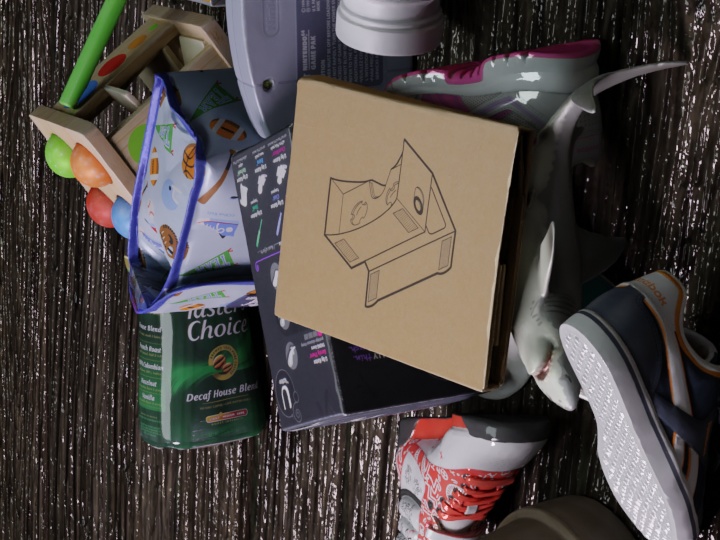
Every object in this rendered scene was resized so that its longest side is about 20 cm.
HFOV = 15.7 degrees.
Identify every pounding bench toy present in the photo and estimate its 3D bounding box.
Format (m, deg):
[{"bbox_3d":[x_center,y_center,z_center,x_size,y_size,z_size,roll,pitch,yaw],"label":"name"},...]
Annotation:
[{"bbox_3d":[-0.181,-0.135,2.042,0.200,0.156,0.124,54,165,-25],"label":"pounding bench toy"}]

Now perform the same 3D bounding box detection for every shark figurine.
[{"bbox_3d":[0.134,-0.035,1.597,0.128,0.089,0.215,32,116,59],"label":"shark figurine"}]

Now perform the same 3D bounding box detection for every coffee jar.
[{"bbox_3d":[-0.138,0.043,2.167,0.085,0.104,0.201,12,109,60],"label":"coffee jar"}]

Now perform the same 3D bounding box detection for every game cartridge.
[{"bbox_3d":[-0.028,-0.195,1.827,0.041,0.133,0.201,28,122,58],"label":"game cartridge"}]

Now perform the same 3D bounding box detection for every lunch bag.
[{"bbox_3d":[-0.077,-0.046,1.937,0.200,0.170,0.124,109,148,-43],"label":"lunch bag"}]

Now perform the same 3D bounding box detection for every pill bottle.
[{"bbox_3d":[0.026,-0.248,1.730,0.104,0.104,0.200,43,135,52],"label":"pill bottle"}]

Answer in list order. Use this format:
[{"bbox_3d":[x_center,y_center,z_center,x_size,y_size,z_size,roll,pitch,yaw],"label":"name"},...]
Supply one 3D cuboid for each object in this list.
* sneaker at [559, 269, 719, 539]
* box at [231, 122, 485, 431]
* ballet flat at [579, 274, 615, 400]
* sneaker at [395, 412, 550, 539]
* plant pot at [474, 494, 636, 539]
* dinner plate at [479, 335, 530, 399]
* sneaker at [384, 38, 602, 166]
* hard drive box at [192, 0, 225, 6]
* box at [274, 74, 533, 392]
[{"bbox_3d":[0.183,0.086,1.555,0.078,0.079,0.200,39,157,44],"label":"sneaker"},{"bbox_3d":[0.000,0.000,1.789,0.106,0.122,0.201,-21,78,62],"label":"box"},{"bbox_3d":[0.125,0.022,1.668,0.200,0.069,0.070,55,145,37],"label":"ballet flat"},{"bbox_3d":[0.077,0.153,1.779,0.201,0.067,0.108,166,106,-70],"label":"sneaker"},{"bbox_3d":[0.083,0.260,1.697,0.200,0.173,0.201,35,130,58],"label":"plant pot"},{"bbox_3d":[0.072,-0.008,1.808,0.200,0.024,0.201,29,123,60],"label":"dinner plate"},{"bbox_3d":[0.083,-0.092,1.678,0.200,0.081,0.088,-4,97,59],"label":"sneaker"},{"bbox_3d":[-0.127,-0.298,2.067,0.200,0.077,0.156,22,117,61],"label":"hard drive box"},{"bbox_3d":[0.024,-0.028,1.640,0.200,0.021,0.164,18,107,46],"label":"box"}]
